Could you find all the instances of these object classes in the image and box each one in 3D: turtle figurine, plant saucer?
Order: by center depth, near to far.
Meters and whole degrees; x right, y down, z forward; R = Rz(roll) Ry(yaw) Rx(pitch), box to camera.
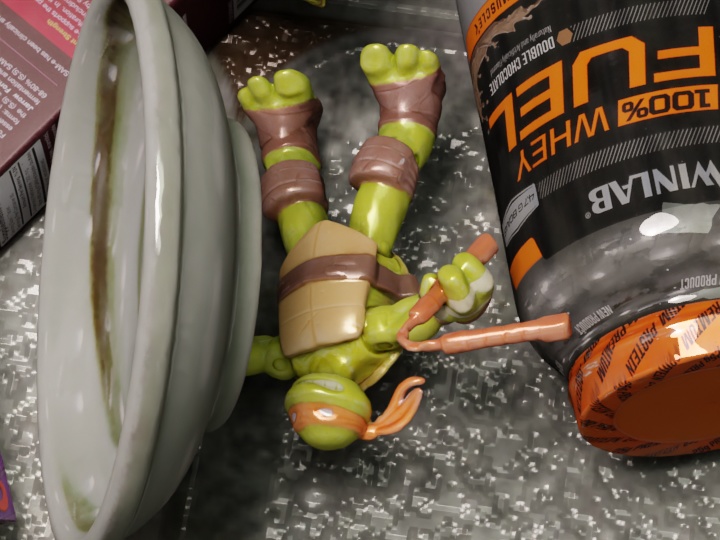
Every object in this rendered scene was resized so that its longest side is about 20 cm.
[{"bbox_3d":[-0.069,0.000,0.916,0.050,0.200,0.201,4,65,-15],"label":"plant saucer"},{"bbox_3d":[0.000,0.000,0.976,0.200,0.064,0.162,-19,53,35],"label":"turtle figurine"}]

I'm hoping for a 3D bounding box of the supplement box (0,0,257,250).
[{"bbox_3d":[-0.131,-0.096,1.039,0.109,0.061,0.200,39,71,16],"label":"supplement box"}]

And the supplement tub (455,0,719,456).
[{"bbox_3d":[0.106,-0.043,0.979,0.122,0.123,0.201,-9,65,-3],"label":"supplement tub"}]

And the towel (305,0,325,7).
[{"bbox_3d":[-0.003,-0.195,1.014,0.086,0.018,0.200,20,78,33],"label":"towel"}]

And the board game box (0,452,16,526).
[{"bbox_3d":[-0.201,0.008,0.967,0.120,0.032,0.201,-17,80,10],"label":"board game box"}]
